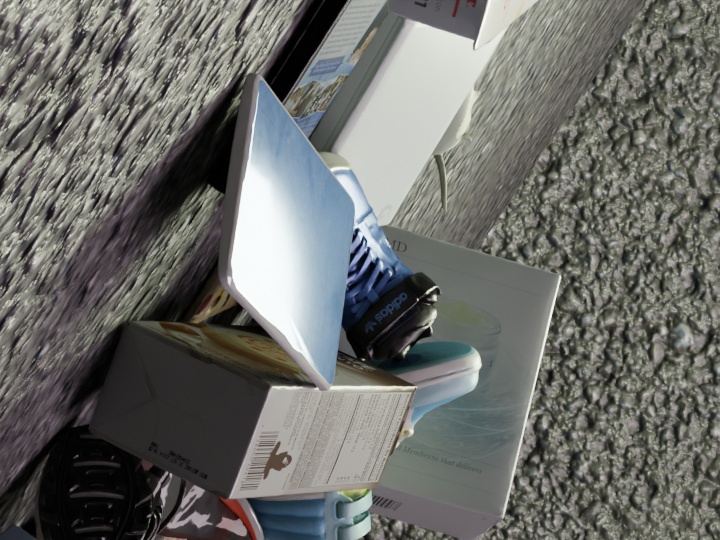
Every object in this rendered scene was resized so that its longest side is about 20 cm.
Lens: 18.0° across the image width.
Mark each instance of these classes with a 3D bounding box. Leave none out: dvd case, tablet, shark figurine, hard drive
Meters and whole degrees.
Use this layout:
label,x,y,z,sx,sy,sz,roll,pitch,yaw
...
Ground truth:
label,x,y,z,sx,sy,sz,roll,pitch,yaw
dvd case,-0.018,-0.138,1.389,0.200,0.018,0.143,-56,173,14
tablet,-0.042,-0.018,1.338,0.200,0.014,0.130,51,42,-63
shark figurine,0.041,-0.122,1.686,0.214,0.089,0.128,131,-38,-74
hard drive,0.023,-0.112,1.571,0.132,0.026,0.200,-10,137,-53

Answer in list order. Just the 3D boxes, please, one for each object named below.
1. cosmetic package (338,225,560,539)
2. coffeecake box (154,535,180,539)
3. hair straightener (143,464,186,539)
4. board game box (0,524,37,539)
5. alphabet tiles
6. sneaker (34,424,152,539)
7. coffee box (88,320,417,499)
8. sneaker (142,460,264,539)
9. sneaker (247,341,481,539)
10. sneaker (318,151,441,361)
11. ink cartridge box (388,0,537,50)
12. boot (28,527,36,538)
label,x,y,z,sx,sy,sz,roll,pitch,yaw
cosmetic package,0.028,0.080,1.749,0.123,0.199,0.200,120,-15,-72
coffeecake box,-0.177,0.202,1.701,0.200,0.073,0.154,-53,172,-28
hair straightener,-0.171,0.194,1.495,0.200,0.041,0.077,-61,164,-11
board game box,-0.268,0.275,1.337,0.200,0.041,0.200,-40,157,-45
alphabet tiles,-0.059,-0.039,1.645,0.167,0.008,0.200,-57,174,12
sneaker,-0.172,0.194,1.419,0.079,0.074,0.200,137,-47,-61
coffee box,-0.066,0.089,1.468,0.200,0.114,0.080,5,106,-63
sneaker,-0.136,0.155,1.583,0.082,0.077,0.200,-40,133,-10
sneaker,0.004,0.133,1.628,0.200,0.131,0.080,-18,-170,5
sneaker,0.001,-0.001,1.534,0.077,0.111,0.200,-39,157,-7
ink cartridge box,0.074,-0.207,1.354,0.200,0.067,0.117,-46,153,-69
boot,-0.255,0.272,1.500,0.188,0.068,0.200,-58,172,25
